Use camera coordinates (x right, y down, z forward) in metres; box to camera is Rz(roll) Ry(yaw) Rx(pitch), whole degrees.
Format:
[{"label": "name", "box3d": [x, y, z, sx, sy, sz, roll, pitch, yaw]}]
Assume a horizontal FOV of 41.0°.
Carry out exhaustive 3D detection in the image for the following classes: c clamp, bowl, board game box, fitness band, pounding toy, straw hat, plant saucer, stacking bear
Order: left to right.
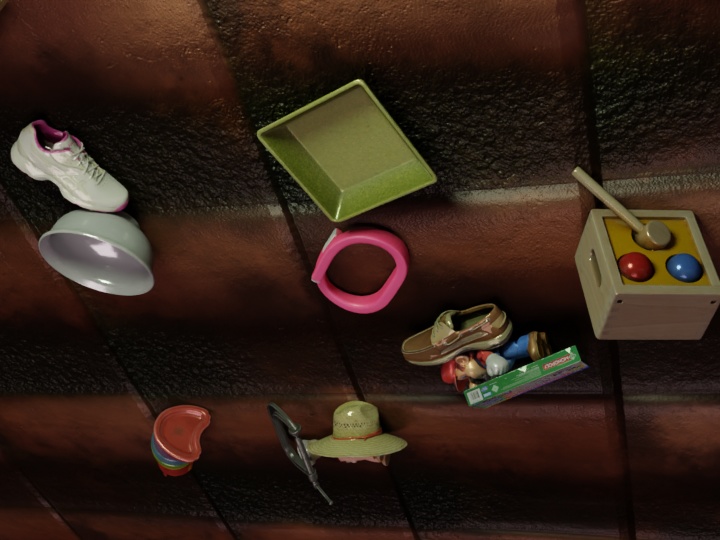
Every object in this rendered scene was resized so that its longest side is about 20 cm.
[{"label": "bowl", "box3d": [-0.429, -0.046, 1.616, 0.197, 0.092, 0.202, 11, 152, 6]}, {"label": "stacking bear", "box3d": [-0.396, 0.382, 2.076, 0.112, 0.123, 0.201, 16, 146, -5]}, {"label": "c clamp", "box3d": [-0.126, 0.361, 1.956, 0.170, 0.027, 0.202, 26, 142, 54]}, {"label": "plant saucer", "box3d": [-0.016, -0.179, 1.395, 0.198, 0.048, 0.200, -20, 127, 32]}, {"label": "straw hat", "box3d": [-0.008, 0.301, 1.879, 0.197, 0.201, 0.087, -2, 93, 18]}, {"label": "fitness band", "box3d": [0.000, 0.000, 1.593, 0.142, 0.038, 0.201, 23, 139, -8]}, {"label": "board game box", "box3d": [0.282, 0.181, 1.617, 0.198, 0.030, 0.134, -25, 163, 14]}, {"label": "pounding toy", "box3d": [0.390, -0.025, 1.361, 0.180, 0.202, 0.143, 0, 139, -6]}]

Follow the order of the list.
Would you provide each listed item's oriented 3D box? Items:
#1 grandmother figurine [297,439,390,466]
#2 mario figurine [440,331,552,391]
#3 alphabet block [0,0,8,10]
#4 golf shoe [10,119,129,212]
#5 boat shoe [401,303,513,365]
[{"label": "grandmother figurine", "box3d": [-0.039, 0.375, 1.997, 0.197, 0.061, 0.122, -2, 146, 22]}, {"label": "mario figurine", "box3d": [0.231, 0.169, 1.657, 0.197, 0.107, 0.124, -17, 132, 29]}, {"label": "alphabet block", "box3d": [-0.478, -0.446, 1.131, 0.193, 0.202, 0.197, 25, 138, -10]}, {"label": "golf shoe", "box3d": [-0.454, -0.164, 1.526, 0.198, 0.076, 0.092, 28, 134, -16]}, {"label": "boat shoe", "box3d": [0.158, 0.100, 1.635, 0.197, 0.076, 0.074, -19, 124, 22]}]
